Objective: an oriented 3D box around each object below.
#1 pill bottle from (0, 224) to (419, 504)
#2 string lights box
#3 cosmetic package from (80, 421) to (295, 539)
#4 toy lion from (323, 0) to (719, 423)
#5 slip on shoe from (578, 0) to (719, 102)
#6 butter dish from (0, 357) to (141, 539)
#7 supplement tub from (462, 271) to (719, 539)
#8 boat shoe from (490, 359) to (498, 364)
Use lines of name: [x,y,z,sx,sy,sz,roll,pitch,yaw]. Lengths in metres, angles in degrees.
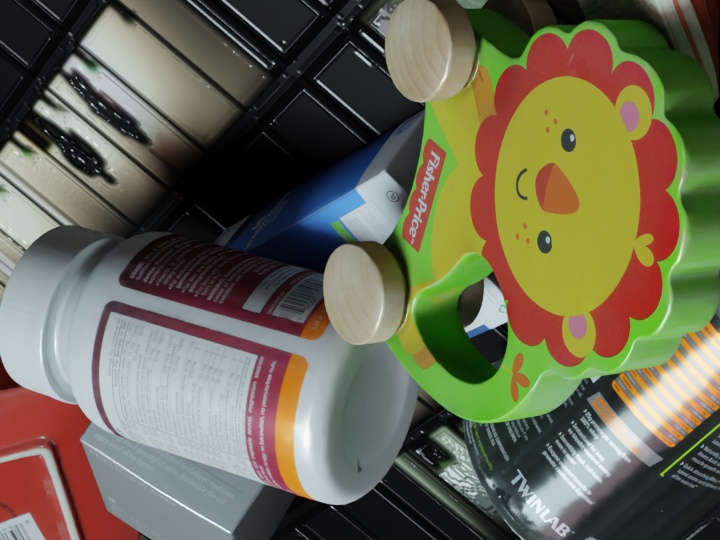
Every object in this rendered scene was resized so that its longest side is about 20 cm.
pill bottle: [-0.078,0.042,0.979,0.200,0.110,0.110,15,139,27]
string lights box: [0.000,0.000,1.014,0.103,0.059,0.200,46,142,-14]
cosmetic package: [-0.096,0.116,1.146,0.107,0.090,0.200,30,166,9]
toy lion: [0.075,-0.018,0.810,0.192,0.069,0.200,46,131,43]
slip on shoe: [0.122,-0.134,0.773,0.074,0.061,0.200,42,165,37]
butter dish: [-0.265,0.123,1.289,0.199,0.148,0.200,-14,132,-6]
supplement tub: [0.149,0.040,0.864,0.122,0.123,0.200,40,121,-7]
boat shoe: [0.146,0.075,0.981,0.200,0.072,0.065,2,134,43]
